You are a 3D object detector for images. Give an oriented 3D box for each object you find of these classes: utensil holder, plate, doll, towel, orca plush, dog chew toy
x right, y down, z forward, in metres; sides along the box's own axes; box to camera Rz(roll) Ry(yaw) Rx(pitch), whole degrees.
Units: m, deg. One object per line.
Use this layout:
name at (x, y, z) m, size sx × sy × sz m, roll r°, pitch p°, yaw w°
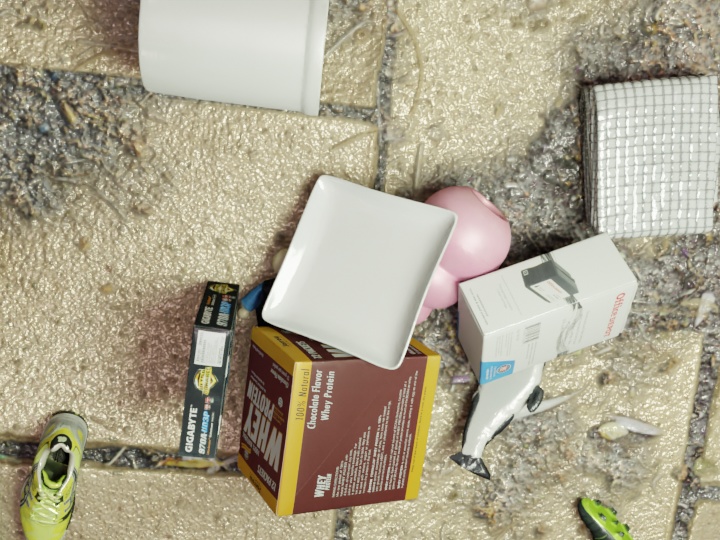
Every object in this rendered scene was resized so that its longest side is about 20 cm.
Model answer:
utensil holder at (-0.139, -0.273, 1.041) m, size 0.200 × 0.170 × 0.170 m, roll 6°, pitch 103°, yaw -3°
plate at (0.000, 0.000, 1.100) m, size 0.199 × 0.032 × 0.200 m, roll 19°, pitch 82°, yaw 27°
doll at (-0.091, 0.067, 1.187) m, size 0.136 × 0.048 × 0.200 m, roll -2°, pitch 107°, yaw -5°
towel at (0.365, -0.143, 1.155) m, size 0.165 × 0.086 × 0.200 m, roll -6°, pitch 103°, yaw -5°
orca plush at (0.200, 0.185, 1.226) m, size 0.105 × 0.071 × 0.200 m, roll 9°, pitch 73°, yaw 33°
dog chew toy at (0.095, -0.010, 1.151) m, size 0.125 × 0.125 × 0.200 m, roll 38°, pitch 107°, yaw -12°

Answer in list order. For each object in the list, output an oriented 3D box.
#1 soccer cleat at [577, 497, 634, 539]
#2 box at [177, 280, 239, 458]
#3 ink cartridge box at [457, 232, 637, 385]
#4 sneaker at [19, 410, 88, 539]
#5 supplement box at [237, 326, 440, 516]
soccer cleat at (0.365, 0.407, 1.302) m, size 0.081 × 0.068 × 0.200 m, roll -39°, pitch 104°, yaw 19°
box at (-0.183, 0.114, 1.114) m, size 0.046 × 0.200 × 0.159 m, roll 8°, pitch 104°, yaw -7°
ink cartridge box at (0.229, 0.050, 1.144) m, size 0.200 × 0.084 × 0.145 m, roll -19°, pitch 149°, yaw -6°
sneaker at (-0.414, 0.287, 1.203) m, size 0.075 × 0.076 × 0.200 m, roll 11°, pitch 104°, yaw -9°
supplement box at (-0.031, 0.179, 1.142) m, size 0.200 × 0.133 × 0.197 m, roll 0°, pitch 105°, yaw -29°
